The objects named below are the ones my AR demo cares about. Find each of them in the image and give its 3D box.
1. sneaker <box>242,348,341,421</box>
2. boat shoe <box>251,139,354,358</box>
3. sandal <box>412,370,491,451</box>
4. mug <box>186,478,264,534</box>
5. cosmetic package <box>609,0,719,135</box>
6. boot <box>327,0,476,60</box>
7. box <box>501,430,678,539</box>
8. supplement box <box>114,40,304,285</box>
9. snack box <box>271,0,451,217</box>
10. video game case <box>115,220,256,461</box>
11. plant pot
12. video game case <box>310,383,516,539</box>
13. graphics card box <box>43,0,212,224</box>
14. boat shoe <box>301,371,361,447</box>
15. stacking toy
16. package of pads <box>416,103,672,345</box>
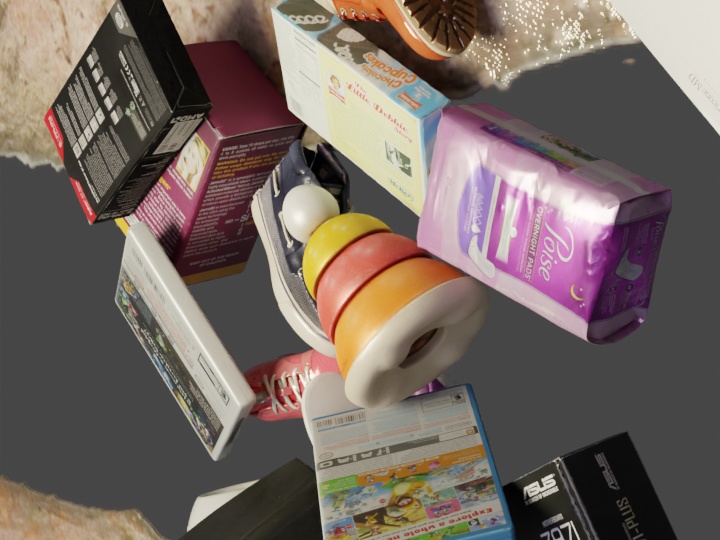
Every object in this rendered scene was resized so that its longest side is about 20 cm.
[{"bbox_3d":[-0.062,0.115,1.360,0.199,0.086,0.075,-20,86,59],"label":"sneaker"},{"bbox_3d":[-0.037,-0.026,1.301,0.093,0.074,0.201,-55,48,38],"label":"boat shoe"},{"bbox_3d":[0.039,0.108,1.284,0.203,0.049,0.083,53,135,26],"label":"sandal"},{"bbox_3d":[-0.075,0.291,1.416,0.198,0.147,0.178,-15,86,19],"label":"mug"},{"bbox_3d":[0.239,-0.209,0.964,0.201,0.051,0.151,56,139,23],"label":"cosmetic package"},{"bbox_3d":[0.024,-0.229,1.197,0.201,0.074,0.108,61,142,29],"label":"boot"},{"bbox_3d":[0.156,0.244,1.159,0.200,0.085,0.165,-36,72,48],"label":"box"},{"bbox_3d":[-0.156,-0.102,1.410,0.131,0.102,0.201,52,135,27],"label":"supplement box"},{"bbox_3d":[0.002,-0.141,1.235,0.200,0.037,0.117,42,154,34],"label":"snack box"},{"bbox_3d":[-0.172,0.072,1.402,0.201,0.023,0.182,56,156,12],"label":"video game case"},{"bbox_3d":[-0.054,0.278,1.250,0.199,0.178,0.200,44,171,-9],"label":"plant pot"},{"bbox_3d":[0.036,0.164,1.155,0.201,0.141,0.018,-102,-1,-62],"label":"video game case"},{"bbox_3d":[-0.220,-0.147,1.354,0.200,0.050,0.127,-45,66,47],"label":"graphics card box"},{"bbox_3d":[0.012,0.175,1.293,0.200,0.072,0.066,49,163,-10],"label":"boat shoe"},{"bbox_3d":[0.000,0.000,1.219,0.201,0.145,0.147,51,134,23],"label":"stacking toy"},{"bbox_3d":[0.134,-0.039,1.114,0.199,0.075,0.122,32,125,40],"label":"package of pads"}]
